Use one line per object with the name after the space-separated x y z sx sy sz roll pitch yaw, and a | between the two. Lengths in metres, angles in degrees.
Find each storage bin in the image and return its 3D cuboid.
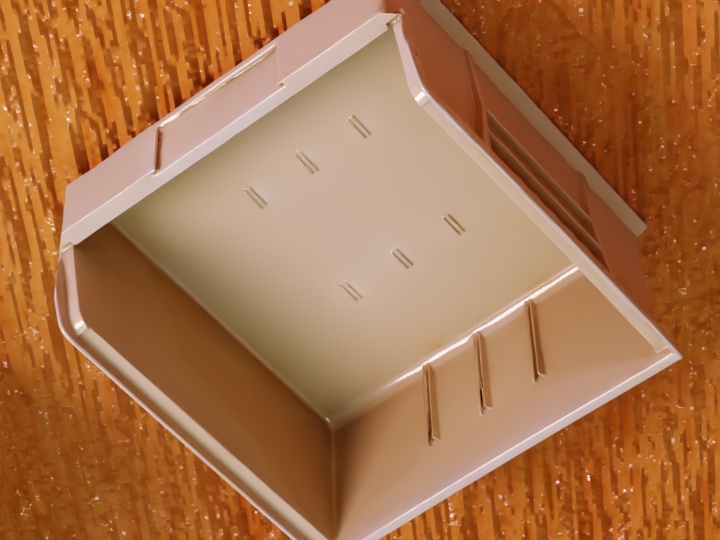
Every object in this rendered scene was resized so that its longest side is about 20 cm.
0.000 0.000 1.142 0.200 0.094 0.199 -33 122 22 | storage bin
